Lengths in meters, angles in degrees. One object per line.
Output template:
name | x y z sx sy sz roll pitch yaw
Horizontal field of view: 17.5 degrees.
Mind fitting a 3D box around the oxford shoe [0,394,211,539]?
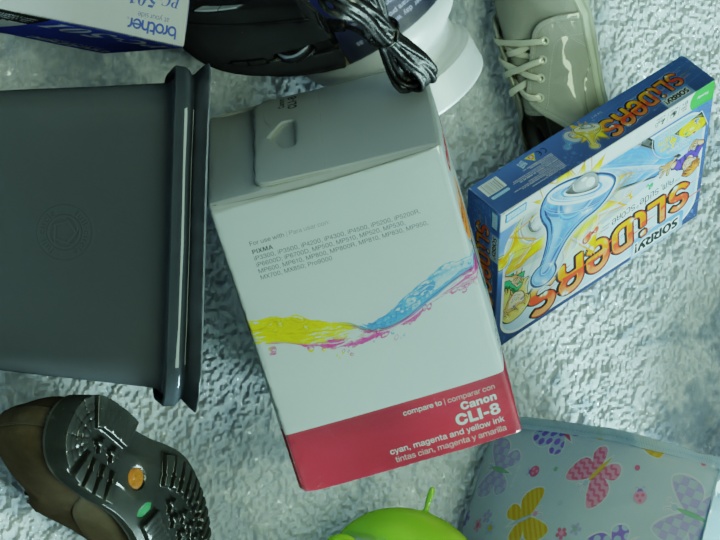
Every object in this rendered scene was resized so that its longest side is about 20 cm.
oxford shoe | -0.154 0.133 1.418 0.200 0.084 0.073 56 45 -44

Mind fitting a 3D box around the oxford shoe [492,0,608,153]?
oxford shoe | 0.124 -0.146 1.604 0.058 0.075 0.201 -33 115 -33

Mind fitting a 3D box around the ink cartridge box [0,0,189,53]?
ink cartridge box | -0.206 -0.164 1.348 0.199 0.094 0.044 8 87 -36

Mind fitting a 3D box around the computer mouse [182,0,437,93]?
computer mouse | -0.061 -0.150 1.378 0.046 0.199 0.140 -64 151 -15

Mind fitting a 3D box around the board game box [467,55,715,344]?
board game box | 0.156 -0.047 1.602 0.200 0.034 0.136 -32 145 -25

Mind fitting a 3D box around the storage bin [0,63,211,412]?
storage bin | -0.161 -0.023 1.375 0.134 0.146 0.201 3 91 -9

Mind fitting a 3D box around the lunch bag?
lunch bag | 0.163 0.198 1.568 0.127 0.200 0.170 25 77 -34

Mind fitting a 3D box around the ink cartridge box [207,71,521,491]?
ink cartridge box | 0.000 0.000 1.426 0.144 0.145 0.201 -16 116 4

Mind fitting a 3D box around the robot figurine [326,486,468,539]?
robot figurine | 0.008 0.239 1.507 0.200 0.115 0.176 -55 143 -23

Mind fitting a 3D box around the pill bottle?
pill bottle | -0.011 -0.189 1.477 0.116 0.115 0.200 -46 116 -25
